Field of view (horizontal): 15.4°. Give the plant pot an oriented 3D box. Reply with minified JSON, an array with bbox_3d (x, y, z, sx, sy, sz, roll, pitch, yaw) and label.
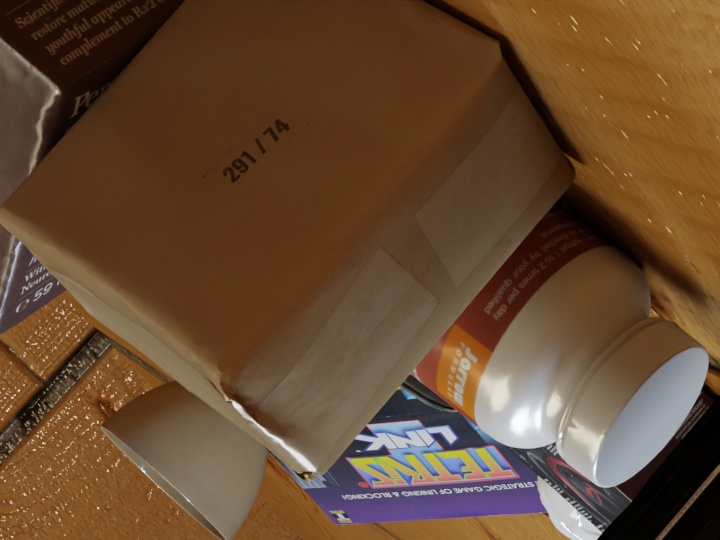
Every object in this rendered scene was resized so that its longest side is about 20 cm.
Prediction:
[{"bbox_3d":[-0.182,0.198,3.079,0.200,0.135,0.200,41,170,9],"label":"plant pot"}]

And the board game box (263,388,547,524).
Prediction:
[{"bbox_3d":[0.035,0.090,1.649,0.200,0.057,0.165,-7,140,31],"label":"board game box"}]

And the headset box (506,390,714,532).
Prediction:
[{"bbox_3d":[0.150,0.099,1.466,0.200,0.075,0.149,42,170,5],"label":"headset box"}]

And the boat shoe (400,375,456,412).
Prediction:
[{"bbox_3d":[0.000,0.000,1.433,0.200,0.072,0.071,37,-149,-21],"label":"boat shoe"}]

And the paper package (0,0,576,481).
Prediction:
[{"bbox_3d":[-0.035,-0.037,1.240,0.190,0.200,0.104,33,168,40],"label":"paper package"}]

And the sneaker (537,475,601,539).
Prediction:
[{"bbox_3d":[0.192,0.155,1.593,0.200,0.078,0.099,37,167,-26],"label":"sneaker"}]

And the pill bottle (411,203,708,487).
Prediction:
[{"bbox_3d":[0.069,0.015,1.316,0.200,0.112,0.112,38,169,27],"label":"pill bottle"}]

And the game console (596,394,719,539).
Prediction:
[{"bbox_3d":[0.169,0.143,1.208,0.116,0.200,0.176,42,170,-6],"label":"game console"}]

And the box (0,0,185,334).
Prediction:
[{"bbox_3d":[-0.175,-0.111,1.373,0.164,0.166,0.200,40,141,14],"label":"box"}]
